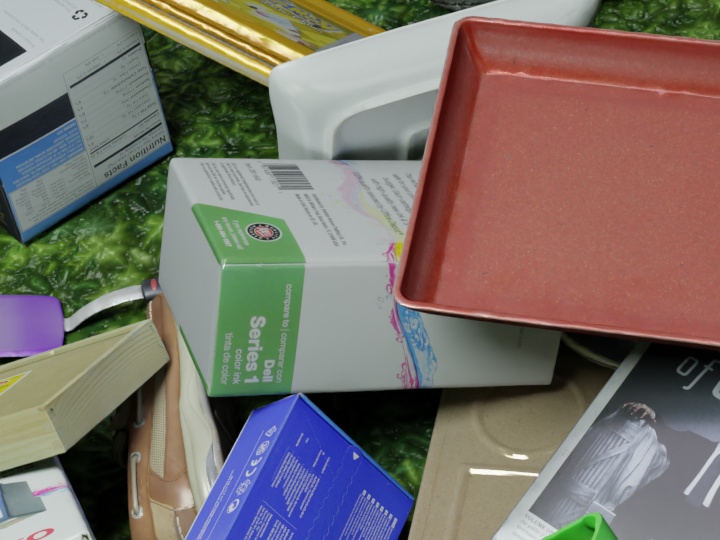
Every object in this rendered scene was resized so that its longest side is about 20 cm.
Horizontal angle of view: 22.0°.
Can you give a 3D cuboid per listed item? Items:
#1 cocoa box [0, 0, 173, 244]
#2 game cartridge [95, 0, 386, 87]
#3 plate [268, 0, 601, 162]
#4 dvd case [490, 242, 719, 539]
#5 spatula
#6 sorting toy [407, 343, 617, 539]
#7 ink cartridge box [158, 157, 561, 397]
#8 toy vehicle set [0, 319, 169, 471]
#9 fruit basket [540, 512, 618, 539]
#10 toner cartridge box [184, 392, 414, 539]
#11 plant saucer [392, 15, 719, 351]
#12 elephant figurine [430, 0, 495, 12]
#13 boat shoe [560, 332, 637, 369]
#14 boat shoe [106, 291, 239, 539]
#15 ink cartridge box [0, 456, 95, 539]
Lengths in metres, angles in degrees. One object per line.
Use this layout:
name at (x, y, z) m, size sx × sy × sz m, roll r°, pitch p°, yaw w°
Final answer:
cocoa box at (-0.243, -0.139, 1.253) m, size 0.133 × 0.131 × 0.200 m, roll -35°, pitch 49°, yaw -22°
game cartridge at (-0.062, -0.163, 1.207) m, size 0.176 × 0.032 × 0.200 m, roll 27°, pitch 20°, yaw 6°
plate at (0.047, -0.092, 1.114) m, size 0.200 × 0.200 × 0.032 m, roll -17°, pitch 69°, yaw -7°
dvd case at (0.182, 0.098, 0.920) m, size 0.150 × 0.025 × 0.200 m, roll 31°, pitch 77°, yaw 29°
spatula at (-0.150, 0.020, 1.157) m, size 0.200 × 0.021 × 0.057 m, roll -12°, pitch 44°, yaw -1°
sorting toy at (0.127, 0.114, 1.003) m, size 0.185 × 0.037 × 0.200 m, roll 3°, pitch 42°, yaw 14°
ink cartridge box at (0.000, 0.000, 1.036) m, size 0.200 × 0.084 × 0.145 m, roll -1°, pitch 25°, yaw -18°
toy vehicle set at (-0.216, 0.085, 1.017) m, size 0.200 × 0.027 × 0.124 m, roll -17°, pitch 13°, yaw 27°
fruit basket at (0.027, 0.198, 0.836) m, size 0.215 × 0.156 × 0.216 m, roll 12°, pitch 62°, yaw -23°
toner cartridge box at (-0.050, 0.169, 0.937) m, size 0.043 × 0.095 × 0.200 m, roll -22°, pitch 31°, yaw 44°
plant saucer at (0.131, -0.041, 0.966) m, size 0.199 × 0.037 × 0.200 m, roll 7°, pitch 55°, yaw 9°
elephant figurine at (0.102, -0.218, 1.283) m, size 0.200 × 0.155 × 0.142 m, roll -32°, pitch 91°, yaw -5°
boat shoe at (0.177, 0.028, 1.017) m, size 0.200 × 0.062 × 0.075 m, roll 27°, pitch 54°, yaw 35°
boat shoe at (-0.110, 0.084, 1.051) m, size 0.072 × 0.076 × 0.200 m, roll -21°, pitch 37°, yaw 5°
ink cartridge box at (-0.197, 0.165, 0.917) m, size 0.145 × 0.088 × 0.200 m, roll -22°, pitch 14°, yaw -10°
